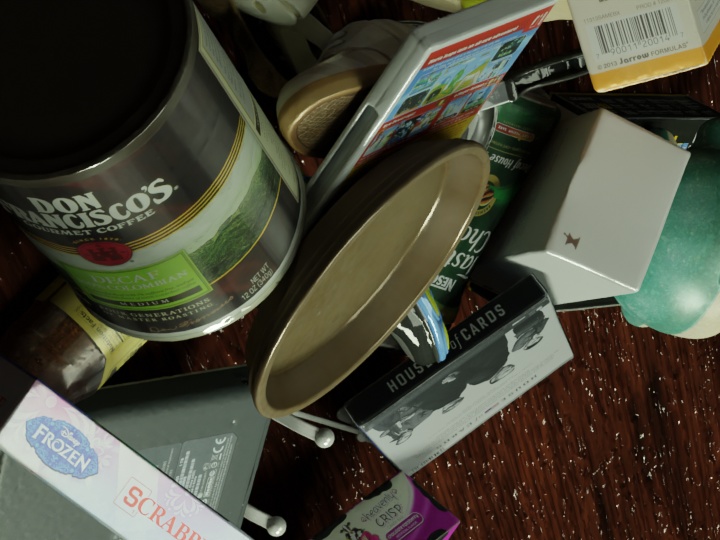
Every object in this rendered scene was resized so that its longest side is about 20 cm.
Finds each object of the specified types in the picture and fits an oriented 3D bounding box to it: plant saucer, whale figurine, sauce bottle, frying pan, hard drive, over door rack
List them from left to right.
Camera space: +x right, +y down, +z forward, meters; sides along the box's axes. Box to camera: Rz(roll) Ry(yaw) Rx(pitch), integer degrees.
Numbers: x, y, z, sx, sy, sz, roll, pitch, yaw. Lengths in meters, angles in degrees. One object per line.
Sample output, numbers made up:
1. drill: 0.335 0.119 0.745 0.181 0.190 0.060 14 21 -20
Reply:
1. sauce bottle: -0.163 0.035 1.665 0.200 0.066 0.066 -45 149 -17
2. hard drive: -0.152 0.133 1.764 0.200 0.033 0.140 -8 126 -38
3. over door rack: -0.062 0.158 1.940 0.148 0.067 0.200 -60 151 8
4. plant saucer: 0.000 0.000 1.663 0.200 0.029 0.200 -46 164 -17
5. frying pan: 0.066 -0.093 1.791 0.031 0.190 0.115 -98 -165 -68
6. whale figurine: 0.204 -0.038 1.976 0.104 0.200 0.159 16 110 -20

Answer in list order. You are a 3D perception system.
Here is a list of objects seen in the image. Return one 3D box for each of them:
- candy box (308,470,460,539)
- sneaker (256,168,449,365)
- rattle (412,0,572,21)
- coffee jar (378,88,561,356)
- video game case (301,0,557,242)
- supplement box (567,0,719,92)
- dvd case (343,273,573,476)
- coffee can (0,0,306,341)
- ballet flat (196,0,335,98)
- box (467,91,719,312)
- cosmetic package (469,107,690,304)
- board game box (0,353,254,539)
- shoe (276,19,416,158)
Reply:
1. candy box: -0.027 0.245 2.001 0.136 0.061 0.200 -33 158 -50
2. sneaker: -0.025 -0.002 1.776 0.200 0.071 0.083 35 105 -27
3. rattle: 0.056 -0.225 1.723 0.200 0.130 0.143 19 95 -37
4. coffee jar: 0.042 -0.041 1.870 0.104 0.085 0.200 14 108 -48
5. video game case: 0.023 -0.074 1.644 0.143 0.017 0.200 -26 156 -53
6. supplement box: 0.151 -0.219 1.699 0.126 0.073 0.200 -50 124 -67
7. dvd case: 0.070 0.073 1.943 0.150 0.025 0.200 -35 165 0
8. coffee can: -0.125 -0.069 1.527 0.146 0.146 0.200 -51 151 -10
9. ballet flat: -0.048 -0.149 1.640 0.068 0.072 0.200 -51 151 -15
10. box: 0.175 -0.050 2.110 0.200 0.049 0.160 -5 121 -55
11. cosmetic package: 0.133 -0.038 1.899 0.102 0.071 0.200 -68 -166 -9
12. board game box: -0.148 0.101 1.534 0.199 0.200 0.041 40 83 -31
13. shoe: 0.002 -0.108 1.645 0.070 0.053 0.200 -46 166 25
